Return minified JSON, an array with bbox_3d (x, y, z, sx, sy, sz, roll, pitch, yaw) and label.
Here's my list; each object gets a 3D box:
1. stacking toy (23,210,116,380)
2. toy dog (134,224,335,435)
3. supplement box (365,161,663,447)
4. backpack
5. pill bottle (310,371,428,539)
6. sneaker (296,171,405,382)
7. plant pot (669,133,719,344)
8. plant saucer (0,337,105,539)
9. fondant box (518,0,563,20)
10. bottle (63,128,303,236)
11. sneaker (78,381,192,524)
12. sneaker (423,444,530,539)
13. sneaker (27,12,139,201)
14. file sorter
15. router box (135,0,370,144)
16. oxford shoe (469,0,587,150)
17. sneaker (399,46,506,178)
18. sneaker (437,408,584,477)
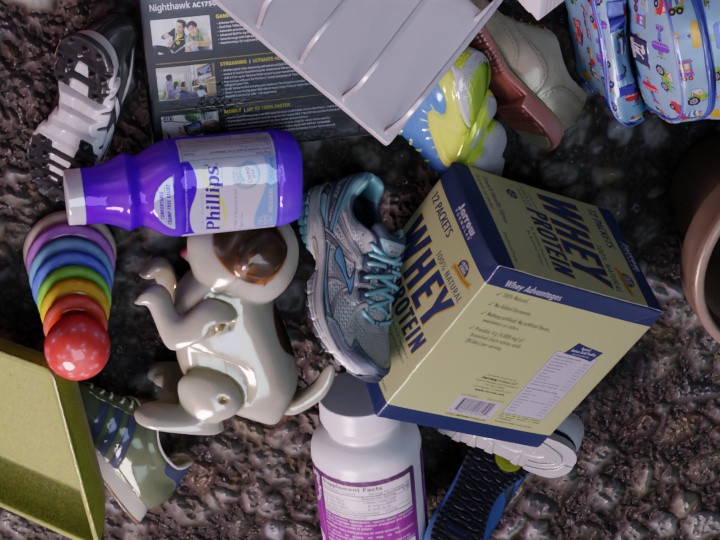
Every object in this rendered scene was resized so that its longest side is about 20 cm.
[{"bbox_3d":[-0.250,0.026,1.273,0.085,0.200,0.086,-5,119,-9],"label":"stacking toy"},{"bbox_3d":[-0.115,0.039,1.340,0.193,0.140,0.201,11,109,5],"label":"toy dog"},{"bbox_3d":[0.127,0.037,1.356,0.199,0.135,0.200,14,128,-32],"label":"supplement box"},{"bbox_3d":[0.266,-0.206,1.260,0.134,0.200,0.183,-16,121,-4],"label":"backpack"},{"bbox_3d":[0.009,0.204,1.478,0.112,0.112,0.201,-10,119,-7],"label":"pill bottle"},{"bbox_3d":[0.000,0.000,1.311,0.086,0.201,0.077,-27,153,29],"label":"sneaker"},{"bbox_3d":[0.375,-0.044,1.387,0.199,0.175,0.201,-5,118,-9],"label":"plant pot"},{"bbox_3d":[-0.314,0.138,1.358,0.048,0.199,0.201,-38,131,-42],"label":"plant saucer"},{"bbox_3d":[0.201,-0.298,1.151,0.200,0.144,0.058,-39,79,-3],"label":"fondant box"},{"bbox_3d":[-0.149,-0.071,1.251,0.199,0.065,0.084,-6,119,-14],"label":"bottle"},{"bbox_3d":[-0.237,0.144,1.426,0.090,0.067,0.201,-37,112,-13],"label":"sneaker"},{"bbox_3d":[0.121,0.230,1.516,0.066,0.200,0.079,32,153,7],"label":"sneaker"},{"bbox_3d":[-0.229,-0.141,1.263,0.066,0.091,0.200,30,135,3],"label":"sneaker"},{"bbox_3d":[-0.003,-0.221,1.176,0.200,0.125,0.139,39,85,-6],"label":"file sorter"},{"bbox_3d":[-0.088,-0.183,1.280,0.199,0.051,0.150,-7,117,-9],"label":"router box"},{"bbox_3d":[0.131,-0.202,1.322,0.074,0.071,0.200,-48,119,-14],"label":"oxford shoe"},{"bbox_3d":[0.072,-0.134,1.343,0.105,0.076,0.200,19,144,23],"label":"sneaker"},{"bbox_3d":[0.134,0.132,1.495,0.199,0.081,0.076,30,136,-6],"label":"sneaker"}]
